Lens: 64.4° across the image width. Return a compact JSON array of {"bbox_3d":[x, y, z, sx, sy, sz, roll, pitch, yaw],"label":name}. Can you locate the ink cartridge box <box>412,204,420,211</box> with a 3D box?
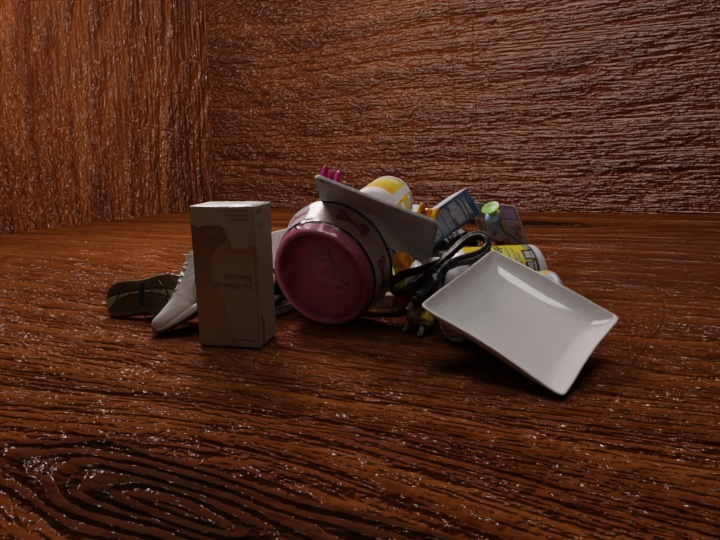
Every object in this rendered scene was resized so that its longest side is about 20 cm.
[{"bbox_3d":[0.116,-0.081,1.414,0.081,0.150,0.200,1,11,6],"label":"ink cartridge box"}]

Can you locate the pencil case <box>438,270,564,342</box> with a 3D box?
[{"bbox_3d":[0.210,0.050,0.845,0.195,0.093,0.084,-8,-28,-23],"label":"pencil case"}]

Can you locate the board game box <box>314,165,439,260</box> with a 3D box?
[{"bbox_3d":[0.030,-0.086,0.919,0.196,0.026,0.200,22,-13,8],"label":"board game box"}]

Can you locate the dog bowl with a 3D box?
[{"bbox_3d":[-0.051,-0.002,0.915,0.195,0.205,0.074,3,29,23],"label":"dog bowl"}]

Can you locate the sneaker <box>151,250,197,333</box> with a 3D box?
[{"bbox_3d":[-0.266,0.018,0.925,0.200,0.081,0.070,-46,10,-23],"label":"sneaker"}]

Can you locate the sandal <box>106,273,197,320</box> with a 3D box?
[{"bbox_3d":[-0.355,0.051,1.000,0.195,0.083,0.054,-2,-12,20],"label":"sandal"}]

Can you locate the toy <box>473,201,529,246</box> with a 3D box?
[{"bbox_3d":[0.286,-0.044,1.161,0.047,0.203,0.114,-41,33,-27],"label":"toy"}]

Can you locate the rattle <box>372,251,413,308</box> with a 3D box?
[{"bbox_3d":[0.000,0.000,1.031,0.194,0.146,0.131,6,29,4],"label":"rattle"}]

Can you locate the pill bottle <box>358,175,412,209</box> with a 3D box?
[{"bbox_3d":[0.037,-0.123,1.178,0.110,0.116,0.200,2,19,17],"label":"pill bottle"}]

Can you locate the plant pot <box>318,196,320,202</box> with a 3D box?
[{"bbox_3d":[-0.033,-0.088,1.356,0.194,0.190,0.201,-2,10,0],"label":"plant pot"}]

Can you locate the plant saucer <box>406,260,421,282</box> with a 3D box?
[{"bbox_3d":[0.049,-0.029,1.243,0.196,0.051,0.203,19,39,-15],"label":"plant saucer"}]

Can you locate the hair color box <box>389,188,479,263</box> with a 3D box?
[{"bbox_3d":[0.134,-0.079,1.148,0.198,0.061,0.100,-35,4,-11],"label":"hair color box"}]

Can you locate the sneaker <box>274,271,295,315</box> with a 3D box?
[{"bbox_3d":[-0.159,0.036,1.009,0.076,0.082,0.199,1,9,19],"label":"sneaker"}]

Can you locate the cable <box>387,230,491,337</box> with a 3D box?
[{"bbox_3d":[0.120,0.007,0.897,0.096,0.051,0.200,35,69,31],"label":"cable"}]

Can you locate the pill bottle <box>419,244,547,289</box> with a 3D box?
[{"bbox_3d":[0.203,0.018,0.960,0.194,0.116,0.112,-3,10,-9],"label":"pill bottle"}]

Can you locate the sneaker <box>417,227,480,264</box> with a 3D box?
[{"bbox_3d":[0.191,-0.060,1.259,0.197,0.100,0.071,12,45,-40],"label":"sneaker"}]

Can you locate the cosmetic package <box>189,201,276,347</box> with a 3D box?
[{"bbox_3d":[-0.184,0.004,0.837,0.102,0.206,0.071,0,11,12],"label":"cosmetic package"}]

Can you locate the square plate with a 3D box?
[{"bbox_3d":[0.206,0.060,0.734,0.196,0.029,0.198,32,41,27],"label":"square plate"}]

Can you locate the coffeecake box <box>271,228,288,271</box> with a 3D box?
[{"bbox_3d":[-0.122,-0.022,1.086,0.195,0.075,0.153,-11,-15,21],"label":"coffeecake box"}]

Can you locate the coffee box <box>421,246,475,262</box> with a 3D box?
[{"bbox_3d":[0.204,-0.002,1.121,0.110,0.082,0.200,-4,6,-14],"label":"coffee box"}]
